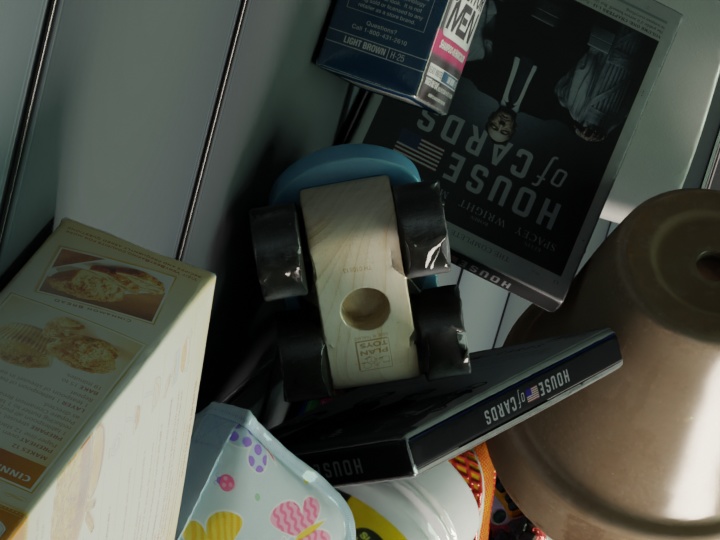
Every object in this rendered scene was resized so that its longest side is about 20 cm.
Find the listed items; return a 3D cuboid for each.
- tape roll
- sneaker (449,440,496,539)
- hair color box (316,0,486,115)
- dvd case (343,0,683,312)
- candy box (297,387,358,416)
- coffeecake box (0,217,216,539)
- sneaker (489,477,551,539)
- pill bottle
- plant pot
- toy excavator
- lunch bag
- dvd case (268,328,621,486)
[{"bbox_3d":[0.152,-0.138,1.780,0.203,0.139,0.204,15,90,-90],"label":"tape roll"},{"bbox_3d":[0.051,0.172,1.703,0.077,0.073,0.201,-60,166,-59],"label":"sneaker"},{"bbox_3d":[0.044,-0.189,1.482,0.100,0.060,0.201,9,100,-79],"label":"hair color box"},{"bbox_3d":[0.083,-0.095,1.596,0.201,0.150,0.025,-66,-176,-23],"label":"dvd case"},{"bbox_3d":[-0.004,0.132,1.746,0.169,0.077,0.201,69,41,-74],"label":"candy box"},{"bbox_3d":[-0.136,0.100,1.091,0.200,0.073,0.154,-55,161,-52],"label":"coffeecake box"},{"bbox_3d":[0.071,0.134,1.866,0.078,0.200,0.082,-40,141,8],"label":"sneaker"},{"bbox_3d":[-0.024,0.188,1.566,0.200,0.114,0.115,-49,159,-33],"label":"pill bottle"},{"bbox_3d":[0.181,0.050,1.602,0.175,0.200,0.201,104,12,-52],"label":"plant pot"},{"bbox_3d":[0.000,0.000,1.497,0.200,0.099,0.195,-98,178,-58],"label":"toy excavator"},{"bbox_3d":[-0.079,0.183,1.371,0.200,0.127,0.170,80,30,-54],"label":"lunch bag"},{"bbox_3d":[0.027,0.077,1.489,0.200,0.150,0.025,-22,98,-50],"label":"dvd case"}]
